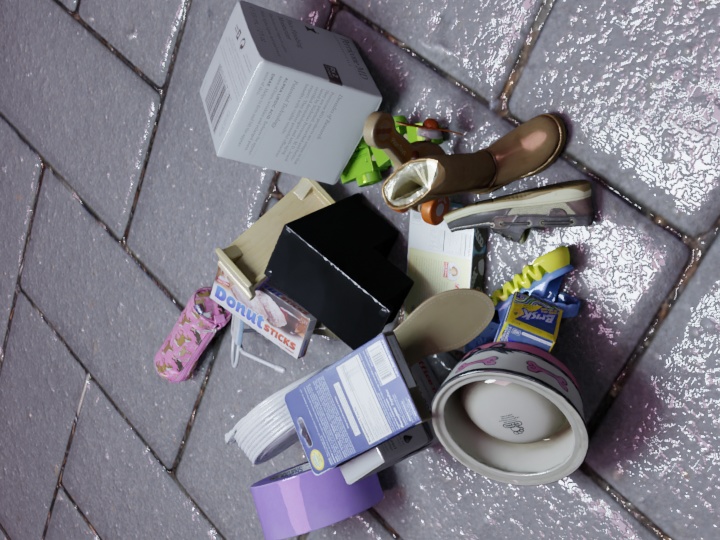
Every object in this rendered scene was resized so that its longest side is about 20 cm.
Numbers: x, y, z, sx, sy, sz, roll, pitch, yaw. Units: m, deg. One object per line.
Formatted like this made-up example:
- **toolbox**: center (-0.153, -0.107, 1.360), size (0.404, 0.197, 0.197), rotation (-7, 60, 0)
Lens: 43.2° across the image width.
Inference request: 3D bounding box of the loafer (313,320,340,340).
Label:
- **loafer**: center (-0.039, 0.083, 1.433), size (0.198, 0.074, 0.071), rotation (-21, 83, 44)

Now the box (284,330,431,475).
- **box**: center (-0.009, 0.177, 1.191), size (0.199, 0.032, 0.123), rotation (-33, 74, 32)

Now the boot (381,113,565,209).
- **boot**: center (0.148, -0.134, 1.146), size (0.175, 0.198, 0.067), rotation (-37, 74, 39)

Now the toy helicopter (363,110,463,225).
- **toy helicopter**: center (0.067, -0.158, 1.210), size (0.078, 0.200, 0.134), rotation (23, 82, 37)

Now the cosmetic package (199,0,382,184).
- **cosmetic package**: center (-0.106, -0.255, 1.324), size (0.166, 0.197, 0.166), rotation (-57, 38, 33)

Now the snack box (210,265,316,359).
- **snack box**: center (-0.156, 0.058, 1.446), size (0.198, 0.024, 0.073), rotation (32, 115, 27)

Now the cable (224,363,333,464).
- **cable**: center (-0.106, 0.227, 1.436), size (0.070, 0.198, 0.200), rotation (56, 148, 12)

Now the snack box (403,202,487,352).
- **snack box**: center (0.120, 0.005, 1.303), size (0.115, 0.037, 0.204), rotation (14, 106, 40)

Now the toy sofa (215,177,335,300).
- **toy sofa**: center (-0.126, -0.050, 1.420), size (0.083, 0.200, 0.098), rotation (45, 167, 12)

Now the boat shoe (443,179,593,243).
- **boat shoe**: center (0.204, -0.067, 1.179), size (0.198, 0.072, 0.067), rotation (-12, 95, 25)

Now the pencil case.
- **pencil case**: center (-0.311, 0.122, 1.680), size (0.082, 0.087, 0.201), rotation (35, 125, -5)

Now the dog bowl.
- **dog bowl**: center (0.190, 0.174, 1.136), size (0.196, 0.074, 0.203), rotation (12, 131, 14)

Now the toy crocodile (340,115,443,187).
- **toy crocodile**: center (0.038, -0.174, 1.338), size (0.199, 0.061, 0.069), rotation (-24, 80, 46)

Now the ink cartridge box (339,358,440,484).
- **ink cartridge box**: center (0.035, 0.200, 1.307), size (0.083, 0.198, 0.146), rotation (-38, 73, 34)

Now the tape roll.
- **tape roll**: center (-0.068, 0.346, 1.422), size (0.198, 0.198, 0.086), rotation (-23, 82, 41)

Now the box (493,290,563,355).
- **box**: center (0.197, 0.127, 1.188), size (0.069, 0.065, 0.202), rotation (21, 132, 7)

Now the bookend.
- **bookend**: center (0.000, 0.000, 1.327), size (0.198, 0.199, 0.093), rotation (38, 124, 16)

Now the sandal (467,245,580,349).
- **sandal**: center (0.215, 0.056, 1.206), size (0.200, 0.079, 0.088), rotation (-43, 74, 39)

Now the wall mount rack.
- **wall mount rack**: center (-0.168, 0.078, 1.512), size (0.174, 0.073, 0.204), rotation (-132, 48, -65)

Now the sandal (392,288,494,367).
- **sandal**: center (0.087, 0.082, 1.231), size (0.210, 0.070, 0.078), rotation (-36, 97, 16)
